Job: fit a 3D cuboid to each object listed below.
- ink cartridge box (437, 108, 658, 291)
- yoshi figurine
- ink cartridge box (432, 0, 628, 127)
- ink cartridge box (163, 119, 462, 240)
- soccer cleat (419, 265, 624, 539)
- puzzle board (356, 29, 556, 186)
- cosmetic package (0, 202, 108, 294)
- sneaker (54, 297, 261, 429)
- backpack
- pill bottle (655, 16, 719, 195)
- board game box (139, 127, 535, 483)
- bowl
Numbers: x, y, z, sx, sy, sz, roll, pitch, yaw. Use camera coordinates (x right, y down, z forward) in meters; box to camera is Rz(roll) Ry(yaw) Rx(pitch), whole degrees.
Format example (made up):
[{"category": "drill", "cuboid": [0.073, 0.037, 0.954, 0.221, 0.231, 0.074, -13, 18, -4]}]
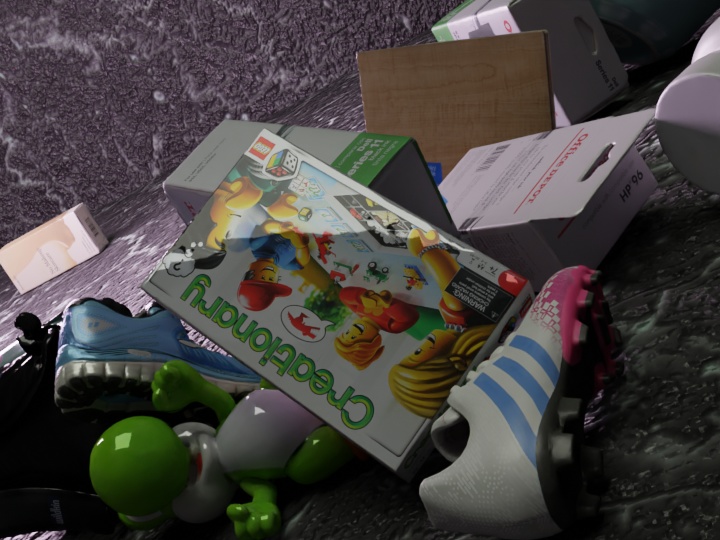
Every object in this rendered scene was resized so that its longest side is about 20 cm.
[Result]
[{"category": "ink cartridge box", "cuboid": [0.131, -0.044, 0.757, 0.116, 0.068, 0.200, -49, 22, -25]}, {"category": "yoshi figurine", "cuboid": [-0.085, 0.106, 0.638, 0.200, 0.112, 0.112, -28, 22, 16]}, {"category": "ink cartridge box", "cuboid": [0.179, -0.234, 1.120, 0.083, 0.147, 0.200, -36, 15, -12]}, {"category": "ink cartridge box", "cuboid": [-0.031, -0.028, 0.763, 0.200, 0.147, 0.083, 13, 54, 41]}, {"category": "soccer cleat", "cuboid": [0.082, 0.058, 0.532, 0.086, 0.070, 0.200, -12, 23, 25]}, {"category": "puzzle board", "cuboid": [0.084, -0.124, 0.903, 0.200, 0.151, 0.017, 4, 17, 42]}, {"category": "cosmetic package", "cuboid": [-0.634, -0.045, 2.129, 0.200, 0.105, 0.071, -28, 15, 12]}, {"category": "sneaker", "cuboid": [-0.126, 0.061, 0.734, 0.078, 0.090, 0.200, -32, -32, 27]}, {"category": "backpack", "cuboid": [-0.232, 0.124, 0.797, 0.200, 0.167, 0.127, -27, -3, 29]}, {"category": "pill bottle", "cuboid": [0.292, -0.138, 0.700, 0.200, 0.115, 0.114, -38, 17, -28]}, {"category": "board game box", "cuboid": [-0.017, 0.013, 0.600, 0.200, 0.035, 0.126, 31, 79, 25]}, {"category": "bowl", "cuboid": [0.289, -0.295, 1.119, 0.105, 0.200, 0.201, -66, 21, -3]}]
